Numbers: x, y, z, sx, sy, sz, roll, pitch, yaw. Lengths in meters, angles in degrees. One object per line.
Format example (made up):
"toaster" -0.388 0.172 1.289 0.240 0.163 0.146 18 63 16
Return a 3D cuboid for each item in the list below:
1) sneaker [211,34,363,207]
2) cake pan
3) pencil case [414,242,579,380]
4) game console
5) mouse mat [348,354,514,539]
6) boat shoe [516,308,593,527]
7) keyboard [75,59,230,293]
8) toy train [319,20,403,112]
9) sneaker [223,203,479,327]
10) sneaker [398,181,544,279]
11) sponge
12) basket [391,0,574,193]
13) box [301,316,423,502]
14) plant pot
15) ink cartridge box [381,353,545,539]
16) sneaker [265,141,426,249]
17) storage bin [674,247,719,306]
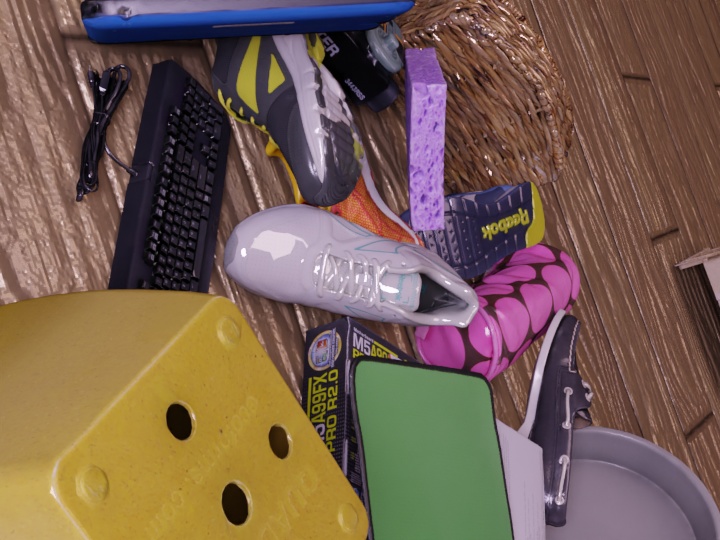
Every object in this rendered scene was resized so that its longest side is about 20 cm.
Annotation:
"sneaker" -0.059 -0.123 0.764 0.074 0.084 0.201 39 29 -56
"cake pan" 0.203 0.220 0.897 0.201 0.199 0.037 -69 165 -46
"pencil case" 0.122 0.035 0.956 0.093 0.091 0.200 33 28 18
"game console" -0.081 -0.211 0.683 0.171 0.199 0.119 -151 -124 -76
"mouse mat" 0.054 0.158 0.686 0.160 0.008 0.201 14 62 -49
"boat shoe" 0.168 0.124 0.909 0.074 0.060 0.201 84 23 -51
"keyboard" -0.135 -0.058 0.693 0.127 0.021 0.201 36 44 -41
"toy train" -0.036 -0.221 0.881 0.200 0.085 0.114 44 28 -30
"sneaker" 0.000 0.000 0.757 0.199 0.080 0.071 10 98 -31
"sneaker" 0.085 -0.033 0.956 0.199 0.082 0.074 -13 98 -47
"sponge" 0.052 -0.114 0.874 0.200 0.030 0.112 -87 176 -71
"basket" 0.126 -0.188 1.033 0.200 0.142 0.149 54 36 -22
"box" 0.034 0.148 0.800 0.200 0.044 0.161 34 45 -42
"plant pot" -0.117 0.119 0.473 0.201 0.176 0.200 58 34 -14
"ink cartridge box" 0.062 0.149 0.754 0.200 0.050 0.110 35 47 -40
"sneaker" -0.010 -0.033 0.835 0.077 0.073 0.201 -44 110 -29
"storage bin" 0.565 0.061 1.583 0.198 0.093 0.201 -16 86 -57
